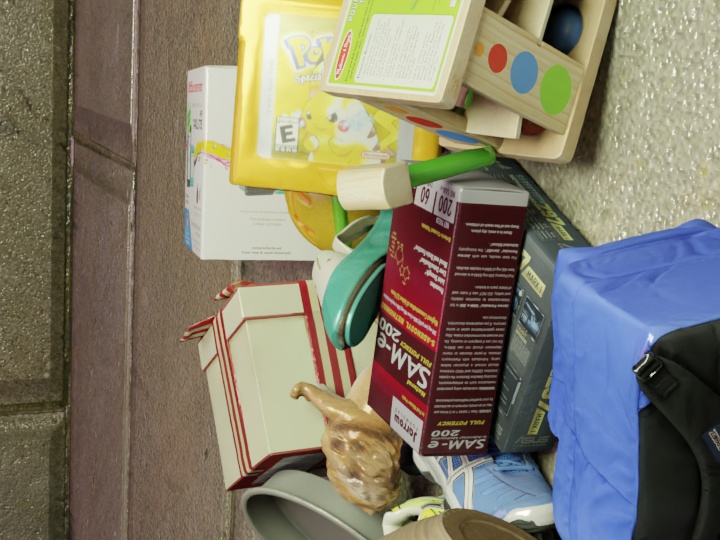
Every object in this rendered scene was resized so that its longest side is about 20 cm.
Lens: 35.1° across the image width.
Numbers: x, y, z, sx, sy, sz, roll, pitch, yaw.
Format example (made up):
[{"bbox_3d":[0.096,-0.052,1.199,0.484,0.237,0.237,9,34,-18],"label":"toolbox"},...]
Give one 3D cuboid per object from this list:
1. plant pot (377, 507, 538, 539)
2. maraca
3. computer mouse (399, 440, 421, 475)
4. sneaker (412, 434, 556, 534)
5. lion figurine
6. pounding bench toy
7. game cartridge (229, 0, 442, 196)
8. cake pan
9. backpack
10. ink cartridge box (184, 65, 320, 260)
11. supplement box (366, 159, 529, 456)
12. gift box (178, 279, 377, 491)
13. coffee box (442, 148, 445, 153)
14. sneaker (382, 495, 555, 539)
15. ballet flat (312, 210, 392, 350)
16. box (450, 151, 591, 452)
[{"bbox_3d":[0.079,0.226,0.771,0.093,0.199,0.201,-67,30,11],"label":"plant pot"},{"bbox_3d":[-0.019,-0.074,1.123,0.200,0.106,0.139,76,-170,-78],"label":"maraca"},{"bbox_3d":[0.050,0.088,1.055,0.058,0.034,0.202,-10,73,35],"label":"computer mouse"},{"bbox_3d":[0.094,0.146,0.901,0.200,0.075,0.078,-148,58,-62],"label":"sneaker"},{"bbox_3d":[0.022,0.102,1.002,0.122,0.072,0.201,32,87,19],"label":"lion figurine"},{"bbox_3d":[0.071,-0.120,0.790,0.124,0.155,0.202,14,87,48],"label":"pounding bench toy"},{"bbox_3d":[-0.015,-0.161,0.924,0.032,0.174,0.202,-63,-21,-77],"label":"game cartridge"},{"bbox_3d":[-0.022,0.259,1.081,0.037,0.200,0.200,-52,5,-30],"label":"cake pan"},{"bbox_3d":[0.182,0.083,0.612,0.168,0.161,0.202,-125,27,-65],"label":"backpack"},{"bbox_3d":[-0.113,-0.119,1.254,0.147,0.144,0.202,-156,67,-73],"label":"ink cartridge box"},{"bbox_3d":[0.062,0.026,0.861,0.109,0.060,0.202,-146,60,-63],"label":"supplement box"},{"bbox_3d":[-0.069,0.107,1.141,0.200,0.183,0.189,-39,58,55],"label":"gift box"},{"bbox_3d":[-0.003,-0.182,1.061,0.200,0.112,0.081,-130,45,-54],"label":"coffee box"},{"bbox_3d":[0.087,0.228,0.922,0.200,0.076,0.076,-9,81,63],"label":"sneaker"},{"bbox_3d":[0.000,0.000,0.945,0.070,0.200,0.068,19,124,17],"label":"ballet flat"},{"bbox_3d":[0.111,0.017,0.889,0.200,0.050,0.159,-122,38,-50],"label":"box"}]
